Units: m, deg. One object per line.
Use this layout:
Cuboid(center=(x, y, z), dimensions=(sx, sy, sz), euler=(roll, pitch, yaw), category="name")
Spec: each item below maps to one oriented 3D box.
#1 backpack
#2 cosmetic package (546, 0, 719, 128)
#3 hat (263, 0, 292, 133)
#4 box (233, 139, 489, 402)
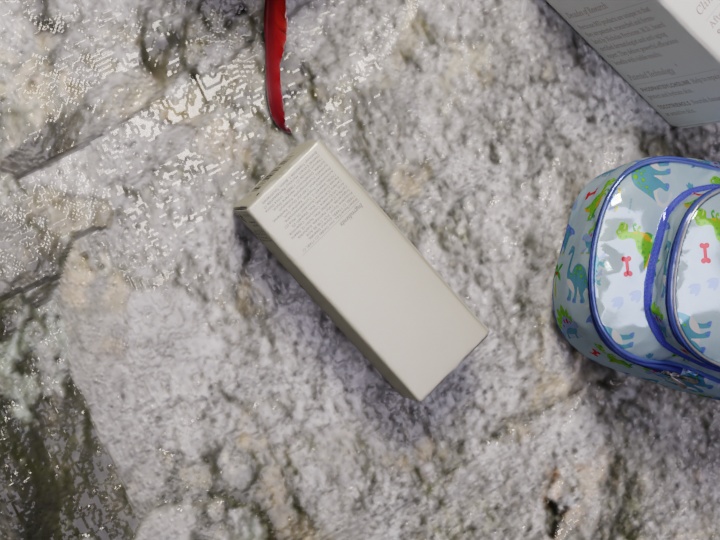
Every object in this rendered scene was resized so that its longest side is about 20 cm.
Cuboid(center=(0.262, 0.002, 1.286), dimensions=(0.198, 0.147, 0.185), euler=(13, 86, -12), category="backpack")
Cuboid(center=(0.259, -0.240, 1.269), dimensions=(0.200, 0.166, 0.168), euler=(42, 81, -13), category="cosmetic package")
Cuboid(center=(-0.099, -0.253, 1.251), dimensions=(0.164, 0.176, 0.201), euler=(13, 50, -13), category="hat")
Cuboid(center=(0.000, 0.000, 1.256), dimensions=(0.082, 0.068, 0.200), euler=(-42, 101, -10), category="box")
